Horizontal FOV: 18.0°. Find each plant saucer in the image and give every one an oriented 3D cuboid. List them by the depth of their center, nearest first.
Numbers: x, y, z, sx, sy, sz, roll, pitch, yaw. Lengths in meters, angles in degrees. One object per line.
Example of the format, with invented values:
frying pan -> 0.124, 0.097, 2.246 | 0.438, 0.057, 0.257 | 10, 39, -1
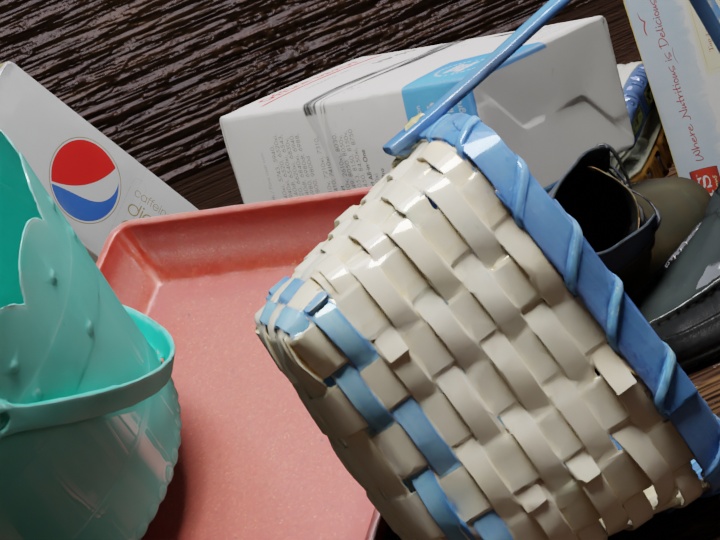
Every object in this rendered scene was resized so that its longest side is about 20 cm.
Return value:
plant saucer -> -0.049, 0.055, 0.950 | 0.200, 0.037, 0.200 | -7, 47, 32

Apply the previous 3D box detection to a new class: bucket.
bucket -> -0.178, 0.051, 0.911 | 0.207, 0.135, 0.207 | -19, 42, 18

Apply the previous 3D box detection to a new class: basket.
basket -> 0.073, 0.006, 0.791 | 0.200, 0.176, 0.139 | -35, 6, -4

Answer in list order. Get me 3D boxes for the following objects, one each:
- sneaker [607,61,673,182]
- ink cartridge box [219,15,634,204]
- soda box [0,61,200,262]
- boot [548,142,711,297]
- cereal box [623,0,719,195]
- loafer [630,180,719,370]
sneaker -> 0.094, -0.035, 1.163 | 0.088, 0.075, 0.200 | 0, 33, 31
ink cartridge box -> 0.016, -0.066, 1.105 | 0.200, 0.068, 0.116 | -6, 15, 42
soda box -> -0.145, -0.025, 1.219 | 0.068, 0.200, 0.064 | -14, 46, 47
boot -> 0.119, -0.014, 1.032 | 0.200, 0.075, 0.097 | -30, -13, -42
cereal box -> 0.229, -0.093, 1.107 | 0.040, 0.144, 0.200 | -21, 6, -39
loafer -> 0.182, -0.030, 1.005 | 0.201, 0.070, 0.068 | -38, 21, -13
